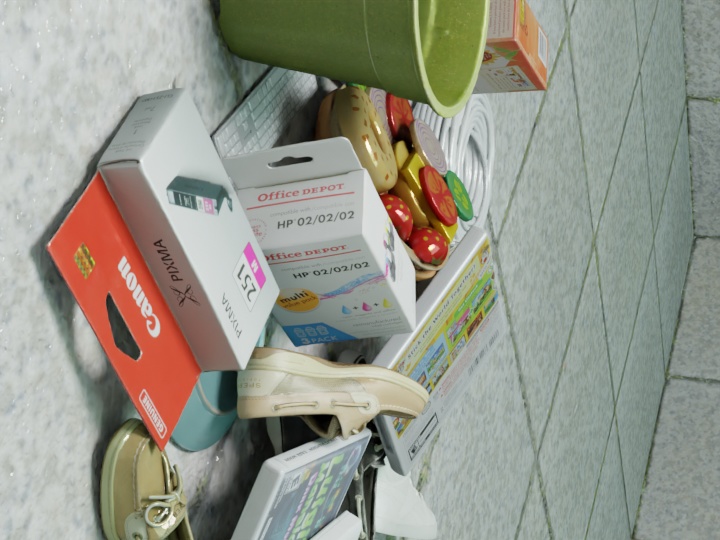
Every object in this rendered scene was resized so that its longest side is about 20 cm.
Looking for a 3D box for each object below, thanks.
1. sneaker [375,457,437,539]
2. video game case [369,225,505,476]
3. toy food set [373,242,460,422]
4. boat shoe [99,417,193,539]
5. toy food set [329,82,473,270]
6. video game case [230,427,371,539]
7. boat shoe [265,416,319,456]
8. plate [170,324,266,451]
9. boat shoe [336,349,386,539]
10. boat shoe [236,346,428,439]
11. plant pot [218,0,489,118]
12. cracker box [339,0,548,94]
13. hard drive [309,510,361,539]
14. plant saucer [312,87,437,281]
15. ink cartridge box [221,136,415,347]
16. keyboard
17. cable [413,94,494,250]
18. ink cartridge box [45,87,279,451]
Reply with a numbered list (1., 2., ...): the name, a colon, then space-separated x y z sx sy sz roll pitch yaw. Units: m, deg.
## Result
1. sneaker: 0.046 0.234 1.581 0.200 0.073 0.117 31 68 -66
2. video game case: 0.077 0.082 1.419 0.201 0.023 0.183 -52 151 -23
3. toy food set: 0.061 0.069 1.501 0.143 0.060 0.201 -42 157 -39
4. boat shoe: -0.147 0.203 1.069 0.073 0.062 0.203 -46 137 -59
5. toy food set: 0.036 -0.095 1.327 0.201 0.048 0.198 58 23 -13
6. video game case: -0.069 0.237 1.231 0.181 0.023 0.202 -11 126 -66
7. boat shoe: -0.049 0.170 1.317 0.074 0.060 0.202 -80 167 -64
8. plate: -0.115 0.049 1.174 0.200 0.025 0.203 6 90 -69
9. boat shoe: -0.001 0.183 1.454 0.071 0.063 0.202 -1 95 -69
10. boat shoe: -0.025 0.112 1.216 0.199 0.071 0.065 14 72 -36
11. plant pot: -0.011 -0.228 1.156 0.200 0.188 0.202 5 90 -69
12. cracker box: 0.068 -0.213 1.354 0.134 0.198 0.058 33 58 -67
13. hard drive: -0.072 0.305 1.245 0.200 0.026 0.133 -29 142 -57
14. plant saucer: 0.012 -0.078 1.369 0.200 0.037 0.201 47 28 -35
15. ink cartridge box: -0.034 -0.018 1.186 0.200 0.114 0.068 61 25 -53
16. keyboard: -0.080 -0.139 1.244 0.200 0.011 0.057 -59 147 -50
17. cable: 0.106 -0.119 1.669 0.200 0.069 0.202 -9 102 -70
18. ink cartridge box: -0.135 0.000 1.034 0.174 0.043 0.201 -69 146 -46
